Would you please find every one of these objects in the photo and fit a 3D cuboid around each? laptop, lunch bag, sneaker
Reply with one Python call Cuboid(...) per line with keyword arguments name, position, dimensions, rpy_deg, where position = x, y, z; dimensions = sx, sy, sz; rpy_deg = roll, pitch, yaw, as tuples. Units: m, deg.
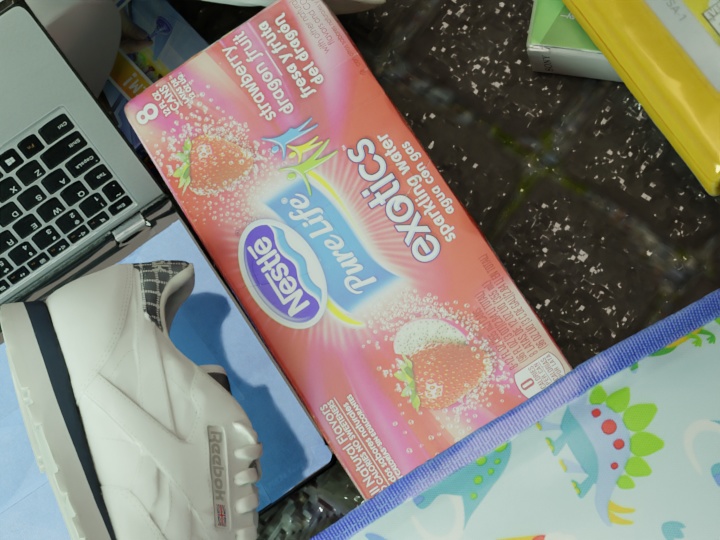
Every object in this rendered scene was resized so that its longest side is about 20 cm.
Cuboid(name="laptop", position=(-0.144, 0.038, 0.808), dimensions=(0.187, 0.200, 0.116), rpy_deg=(-34, 49, -1))
Cuboid(name="lunch bag", position=(0.095, 0.123, 0.690), dimensions=(0.199, 0.128, 0.171), rpy_deg=(-27, 71, -20))
Cuboid(name="sneaker", position=(-0.066, 0.089, 0.757), dimensions=(0.080, 0.076, 0.201), rpy_deg=(-18, 74, -15))

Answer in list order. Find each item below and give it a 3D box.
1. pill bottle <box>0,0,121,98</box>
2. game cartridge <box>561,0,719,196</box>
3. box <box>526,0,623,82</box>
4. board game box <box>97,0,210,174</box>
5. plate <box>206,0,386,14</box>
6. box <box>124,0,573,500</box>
Cuboid(name="pill bottle", position=(-0.202, -0.128, 0.867), dimensions=(0.199, 0.120, 0.120), rpy_deg=(35, 83, 15))
Cuboid(name="game cartridge", position=(0.157, -0.158, 0.861), dimensions=(0.176, 0.032, 0.201), rpy_deg=(-35, 73, -1))
Cuboid(name="box", position=(0.158, -0.173, 0.900), dimensions=(0.143, 0.036, 0.201), rpy_deg=(9, 75, 12))
Cuboid(name="board game box", position=(-0.166, -0.106, 0.937), dimensions=(0.135, 0.034, 0.200), rpy_deg=(-42, 72, -3))
Cuboid(name="plate", position=(-0.112, -0.169, 0.863), dimensions=(0.200, 0.199, 0.032), rpy_deg=(50, 119, 30))
Cuboid(name="box", position=(0.000, 0.000, 0.844), dimensions=(0.095, 0.100, 0.201), rpy_deg=(-33, 72, -1))
